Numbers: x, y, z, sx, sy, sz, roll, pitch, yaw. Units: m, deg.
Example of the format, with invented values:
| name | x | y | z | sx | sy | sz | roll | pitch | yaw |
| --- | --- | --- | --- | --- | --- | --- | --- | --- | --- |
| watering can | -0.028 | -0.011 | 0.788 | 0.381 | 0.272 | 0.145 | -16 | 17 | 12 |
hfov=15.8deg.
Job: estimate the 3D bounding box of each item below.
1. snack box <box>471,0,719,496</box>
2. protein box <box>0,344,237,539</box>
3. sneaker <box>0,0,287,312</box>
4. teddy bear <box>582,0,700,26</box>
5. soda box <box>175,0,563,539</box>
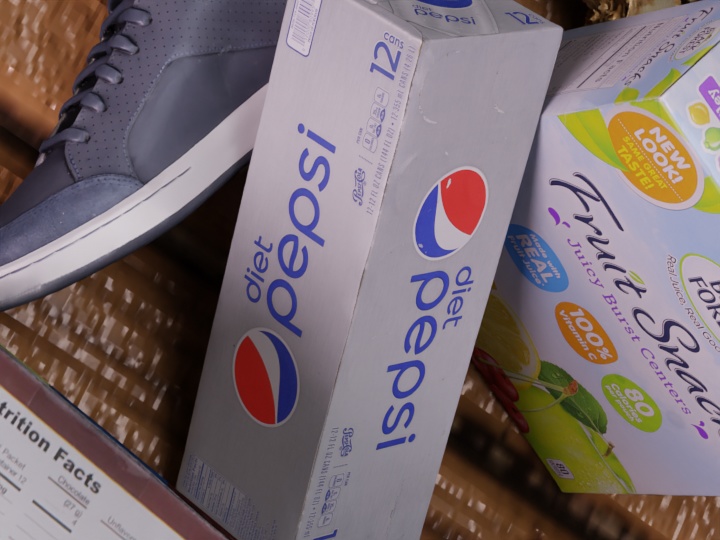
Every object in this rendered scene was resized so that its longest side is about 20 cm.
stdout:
| name | x | y | z | sx | sy | sz | roll | pitch | yaw |
| --- | --- | --- | --- | --- | --- | --- | --- | --- | --- |
| snack box | 0.103 | -0.002 | 0.906 | 0.068 | 0.200 | 0.169 | -45 | 109 | -27 |
| protein box | -0.166 | 0.126 | 0.724 | 0.135 | 0.198 | 0.200 | 43 | 65 | -23 |
| sneaker | -0.086 | -0.089 | 0.868 | 0.202 | 0.077 | 0.146 | -40 | 102 | -23 |
| teddy bear | 0.080 | -0.170 | 0.993 | 0.200 | 0.067 | 0.145 | 40 | 71 | -32 |
| soda box | 0.000 | 0.000 | 0.861 | 0.068 | 0.063 | 0.200 | -11 | 124 | -43 |
